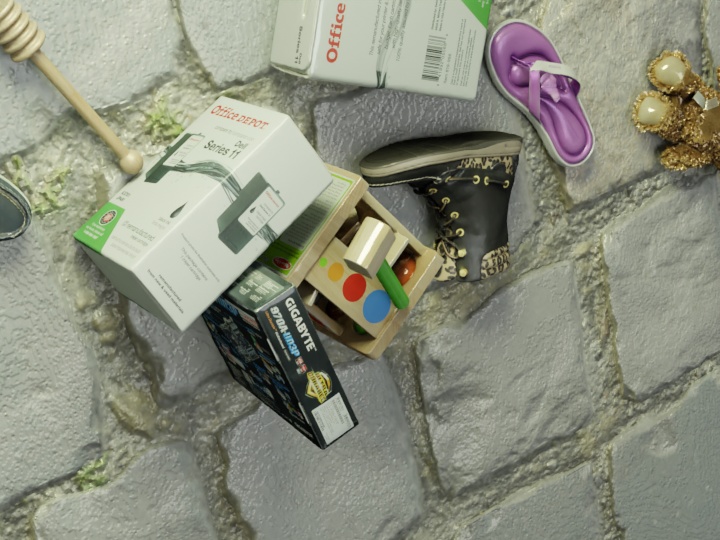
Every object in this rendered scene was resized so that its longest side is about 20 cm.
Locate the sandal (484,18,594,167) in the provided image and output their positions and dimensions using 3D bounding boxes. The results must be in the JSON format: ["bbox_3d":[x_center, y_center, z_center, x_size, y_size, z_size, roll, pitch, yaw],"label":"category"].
[{"bbox_3d":[0.209,-0.195,1.485,0.083,0.050,0.203,-50,124,-11],"label":"sandal"}]

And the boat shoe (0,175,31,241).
[{"bbox_3d":[-0.360,-0.069,1.137,0.199,0.062,0.076,28,86,-36],"label":"boat shoe"}]

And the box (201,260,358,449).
[{"bbox_3d":[-0.092,0.061,1.269,0.046,0.199,0.160,-33,119,-18],"label":"box"}]

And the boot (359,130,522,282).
[{"bbox_3d":[0.088,-0.063,1.434,0.198,0.073,0.153,-14,111,-36],"label":"boot"}]

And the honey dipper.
[{"bbox_3d":[-0.254,-0.156,1.198,0.038,0.038,0.200,-48,126,-12],"label":"honey dipper"}]

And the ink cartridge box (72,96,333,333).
[{"bbox_3d":[-0.142,-0.057,1.235,0.200,0.146,0.083,-45,122,-15],"label":"ink cartridge box"}]

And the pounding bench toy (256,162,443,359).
[{"bbox_3d":[0.000,0.000,1.312,0.156,0.199,0.125,42,80,-34],"label":"pounding bench toy"}]

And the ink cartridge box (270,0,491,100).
[{"bbox_3d":[0.023,-0.251,1.315,0.198,0.083,0.149,4,102,-34],"label":"ink cartridge box"}]

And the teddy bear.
[{"bbox_3d":[0.402,-0.182,1.618,0.198,0.067,0.147,5,92,-28],"label":"teddy bear"}]
